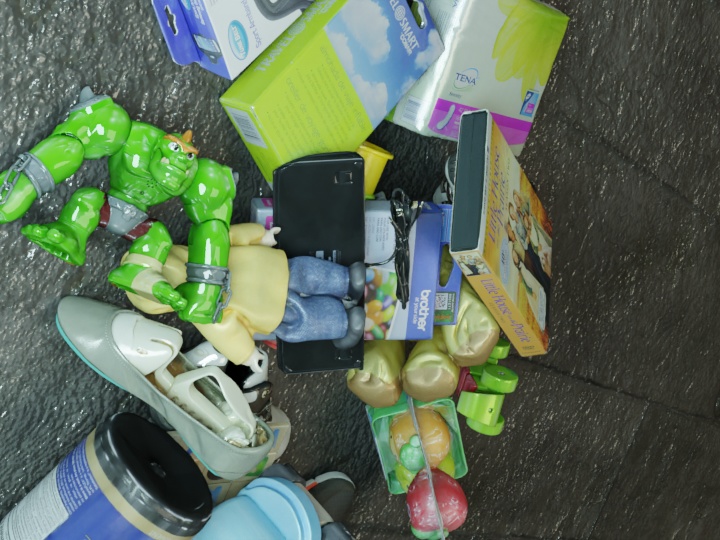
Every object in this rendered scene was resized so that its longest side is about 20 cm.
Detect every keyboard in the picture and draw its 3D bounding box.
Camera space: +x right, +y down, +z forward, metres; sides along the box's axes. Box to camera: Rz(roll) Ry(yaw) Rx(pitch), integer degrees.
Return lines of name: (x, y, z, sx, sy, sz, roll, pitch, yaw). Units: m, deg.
keyboard: (-0.011, -0.005, 1.261, 0.126, 0.021, 0.201, -4, 117, -9)

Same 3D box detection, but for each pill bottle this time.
pill bottle: (-0.216, 0.211, 1.142, 0.200, 0.112, 0.112, -44, 150, 14)

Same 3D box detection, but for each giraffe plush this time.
giraffe plush: (0.064, 0.035, 1.461, 0.162, 0.171, 0.202, 28, 54, -67)

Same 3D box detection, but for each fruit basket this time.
fruit basket: (0.062, 0.211, 1.521, 0.186, 0.093, 0.201, 76, 6, -46)

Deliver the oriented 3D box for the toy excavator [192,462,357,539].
toy excavator: (-0.127, 0.255, 1.223, 0.195, 0.100, 0.200, -53, 151, 16)

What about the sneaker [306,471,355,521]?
sneaker: (-0.060, 0.286, 1.484, 0.200, 0.082, 0.077, -43, 142, -30)

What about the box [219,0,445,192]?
box: (-0.020, -0.166, 1.259, 0.200, 0.047, 0.122, -50, 136, -21)

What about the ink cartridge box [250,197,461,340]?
ink cartridge box: (0.000, 0.000, 1.306, 0.198, 0.042, 0.120, 0, 107, -16)

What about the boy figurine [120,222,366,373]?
boy figurine: (-0.094, 0.021, 1.190, 0.199, 0.064, 0.125, 7, 68, -19)

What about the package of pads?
package of pads: (0.111, -0.199, 1.414, 0.199, 0.068, 0.156, 3, 109, -56)

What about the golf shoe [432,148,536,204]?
golf shoe: (0.106, -0.069, 1.464, 0.200, 0.094, 0.078, 33, 59, -63)

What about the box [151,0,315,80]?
box: (-0.077, -0.241, 1.147, 0.200, 0.041, 0.119, -50, 145, -26)

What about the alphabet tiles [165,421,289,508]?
alphabet tiles: (-0.171, 0.192, 1.247, 0.199, 0.008, 0.168, -2, 132, -33)

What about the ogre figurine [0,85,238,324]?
ogre figurine: (-0.168, -0.051, 1.092, 0.121, 0.199, 0.098, -68, -168, -13)

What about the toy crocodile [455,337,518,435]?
toy crocodile: (0.126, 0.116, 1.591, 0.200, 0.061, 0.068, -92, -163, -69)

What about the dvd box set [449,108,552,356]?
dvd box set: (0.132, -0.031, 1.360, 0.200, 0.029, 0.147, 52, 38, -51)

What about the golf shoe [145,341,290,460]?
golf shoe: (-0.100, 0.113, 1.280, 0.094, 0.078, 0.200, -39, 152, 13)

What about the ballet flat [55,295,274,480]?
ballet flat: (-0.144, 0.078, 1.153, 0.064, 0.200, 0.068, -37, -164, 30)

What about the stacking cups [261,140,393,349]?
stacking cups: (-0.032, -0.021, 1.340, 0.060, 0.060, 0.201, 6, 107, -56)
